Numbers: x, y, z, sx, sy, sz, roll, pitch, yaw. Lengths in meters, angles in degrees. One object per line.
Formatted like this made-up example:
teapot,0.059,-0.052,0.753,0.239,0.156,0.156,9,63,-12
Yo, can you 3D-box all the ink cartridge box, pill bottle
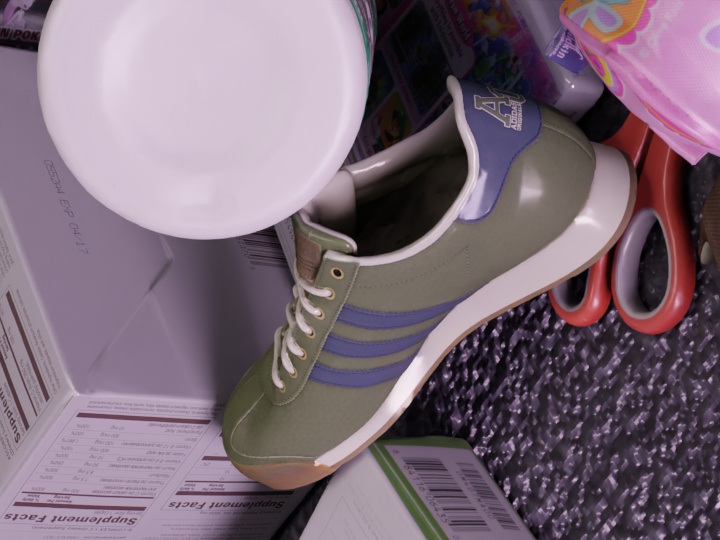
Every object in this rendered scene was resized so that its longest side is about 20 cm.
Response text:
ink cartridge box,0.001,0.174,0.867,0.104,0.059,0.201,54,126,43
pill bottle,-0.050,-0.088,0.818,0.200,0.112,0.114,-84,11,-75

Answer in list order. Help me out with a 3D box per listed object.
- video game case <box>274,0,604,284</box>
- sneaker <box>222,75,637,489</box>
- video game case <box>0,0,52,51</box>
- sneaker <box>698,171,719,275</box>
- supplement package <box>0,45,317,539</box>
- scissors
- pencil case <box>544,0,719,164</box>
video game case,0.008,-0.094,0.920,0.182,0.024,0.201,-48,50,38
sneaker,0.000,0.000,0.808,0.200,0.090,0.067,-39,40,25
video game case,-0.173,-0.087,1.009,0.023,0.199,0.183,49,123,37
sneaker,0.162,0.043,0.685,0.076,0.070,0.201,116,146,-50
supplement package,-0.114,0.015,0.957,0.111,0.155,0.201,-51,49,33
scissors,0.110,-0.072,0.792,0.073,0.014,0.202,26,108,52
pencil case,0.145,-0.122,0.657,0.200,0.087,0.087,-53,45,9
